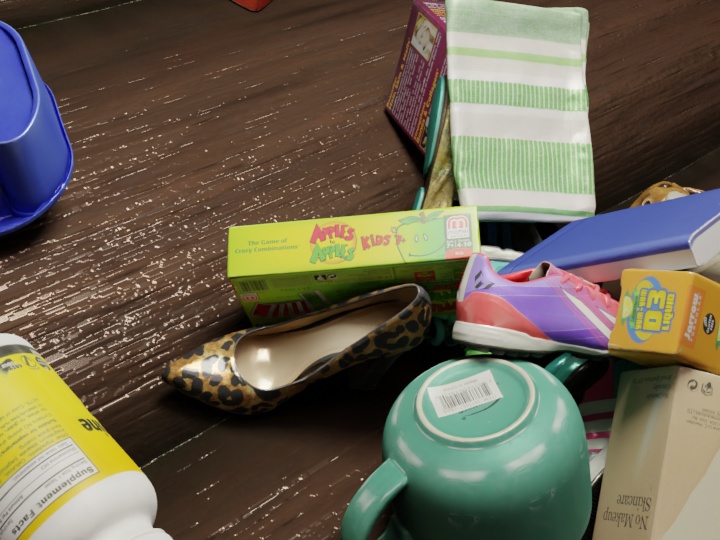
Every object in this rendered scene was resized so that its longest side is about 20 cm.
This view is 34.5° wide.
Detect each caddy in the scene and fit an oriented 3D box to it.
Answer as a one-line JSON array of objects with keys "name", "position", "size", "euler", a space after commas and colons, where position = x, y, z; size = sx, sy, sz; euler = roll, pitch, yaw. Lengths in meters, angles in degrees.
[{"name": "caddy", "position": [-0.324, -0.116, 0.984], "size": [0.140, 0.105, 0.201], "euler": [-20, 54, -10]}]

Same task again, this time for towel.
[{"name": "towel", "position": [0.149, -0.144, 1.060], "size": [0.151, 0.023, 0.203], "euler": [0, 87, -24]}]

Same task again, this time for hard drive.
[{"name": "hard drive", "position": [0.222, -0.025, 0.951], "size": [0.131, 0.199, 0.026], "euler": [-31, 102, -38]}]

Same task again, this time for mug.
[{"name": "mug", "position": [0.084, 0.144, 0.844], "size": [0.151, 0.115, 0.185], "euler": [10, 41, 29]}]

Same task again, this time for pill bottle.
[{"name": "pill bottle", "position": [-0.206, 0.145, 0.757], "size": [0.200, 0.113, 0.112], "euler": [43, 46, 20]}]

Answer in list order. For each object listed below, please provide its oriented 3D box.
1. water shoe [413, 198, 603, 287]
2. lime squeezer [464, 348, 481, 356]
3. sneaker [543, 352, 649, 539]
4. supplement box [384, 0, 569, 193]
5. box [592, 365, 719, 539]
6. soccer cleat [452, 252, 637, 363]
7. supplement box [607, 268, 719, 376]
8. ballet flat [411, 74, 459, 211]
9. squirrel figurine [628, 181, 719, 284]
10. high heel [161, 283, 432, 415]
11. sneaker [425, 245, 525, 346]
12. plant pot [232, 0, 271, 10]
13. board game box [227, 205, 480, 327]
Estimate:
[{"name": "water shoe", "position": [0.147, -0.037, 1.115], "size": [0.199, 0.079, 0.071], "euler": [32, 31, 13]}, {"name": "lime squeezer", "position": [0.125, 0.078, 1.027], "size": [0.070, 0.038, 0.201], "euler": [20, 41, -1]}, {"name": "sneaker", "position": [0.182, 0.137, 0.962], "size": [0.120, 0.084, 0.201], "euler": [14, 62, 50]}, {"name": "supplement box", "position": [0.117, -0.178, 1.188], "size": [0.102, 0.132, 0.200], "euler": [1, 33, -25]}, {"name": "box", "position": [0.228, 0.178, 0.853], "size": [0.077, 0.095, 0.202], "euler": [16, 77, -13]}, {"name": "soccer cleat", "position": [0.164, 0.031, 0.895], "size": [0.198, 0.074, 0.068], "euler": [5, 1, -23]}, {"name": "supplement box", "position": [0.277, 0.056, 0.890], "size": [0.199, 0.068, 0.067], "euler": [19, 80, -36]}, {"name": "ballet flat", "position": [0.081, -0.079, 1.078], "size": [0.070, 0.202, 0.071], "euler": [13, -2, 0]}, {"name": "squirrel figurine", "position": [0.299, 0.022, 1.063], "size": [0.140, 0.201, 0.187], "euler": [-20, 41, -13]}, {"name": "high heel", "position": [-0.047, 0.050, 0.898], "size": [0.198, 0.143, 0.072], "euler": [-1, 58, -25]}, {"name": "sneaker", "position": [0.077, 0.033, 1.026], "size": [0.198, 0.078, 0.080], "euler": [-8, 49, -12]}, {"name": "plant pot", "position": [-0.140, -0.458, 1.359], "size": [0.198, 0.177, 0.200], "euler": [29, 42, 7]}, {"name": "board game box", "position": [0.000, 0.000, 0.944], "size": [0.197, 0.102, 0.048], "euler": [-5, 63, 7]}]
